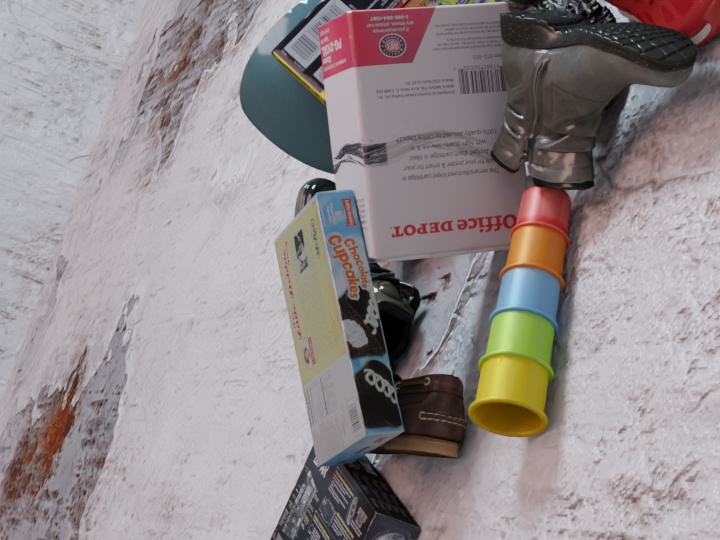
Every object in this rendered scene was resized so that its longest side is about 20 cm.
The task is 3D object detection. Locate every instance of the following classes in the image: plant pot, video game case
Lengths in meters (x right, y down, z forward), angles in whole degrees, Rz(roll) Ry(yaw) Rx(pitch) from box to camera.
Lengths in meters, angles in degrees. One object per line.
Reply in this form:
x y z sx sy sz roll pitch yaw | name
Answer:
-0.003 -0.172 1.638 0.135 0.199 0.201 52 125 28 | plant pot
0.042 -0.219 1.515 0.200 0.026 0.181 -46 61 -1 | video game case

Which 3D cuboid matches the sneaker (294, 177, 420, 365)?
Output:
0.000 0.000 1.511 0.114 0.076 0.201 -27 69 51 | sneaker

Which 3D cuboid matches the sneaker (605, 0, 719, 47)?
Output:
0.198 -0.226 1.230 0.079 0.115 0.200 -66 19 5 | sneaker

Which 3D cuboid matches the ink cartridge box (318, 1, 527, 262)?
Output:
0.053 -0.111 1.339 0.084 0.144 0.201 177 87 -70 | ink cartridge box

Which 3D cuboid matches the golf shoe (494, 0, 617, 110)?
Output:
0.168 -0.190 1.357 0.095 0.077 0.201 69 180 -52 | golf shoe

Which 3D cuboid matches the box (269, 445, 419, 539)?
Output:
-0.027 0.250 1.420 0.161 0.043 0.200 -66 20 6 | box

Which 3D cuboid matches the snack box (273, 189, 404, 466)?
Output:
-0.020 0.048 1.322 0.116 0.037 0.201 139 122 -62 | snack box

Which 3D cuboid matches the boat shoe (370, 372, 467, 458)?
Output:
0.027 0.121 1.375 0.200 0.070 0.071 -9 73 57 | boat shoe

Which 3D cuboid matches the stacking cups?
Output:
0.125 0.023 1.236 0.060 0.060 0.201 -37 36 55 | stacking cups

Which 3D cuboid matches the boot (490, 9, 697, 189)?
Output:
0.174 -0.121 1.226 0.200 0.067 0.132 23 118 53 | boot
